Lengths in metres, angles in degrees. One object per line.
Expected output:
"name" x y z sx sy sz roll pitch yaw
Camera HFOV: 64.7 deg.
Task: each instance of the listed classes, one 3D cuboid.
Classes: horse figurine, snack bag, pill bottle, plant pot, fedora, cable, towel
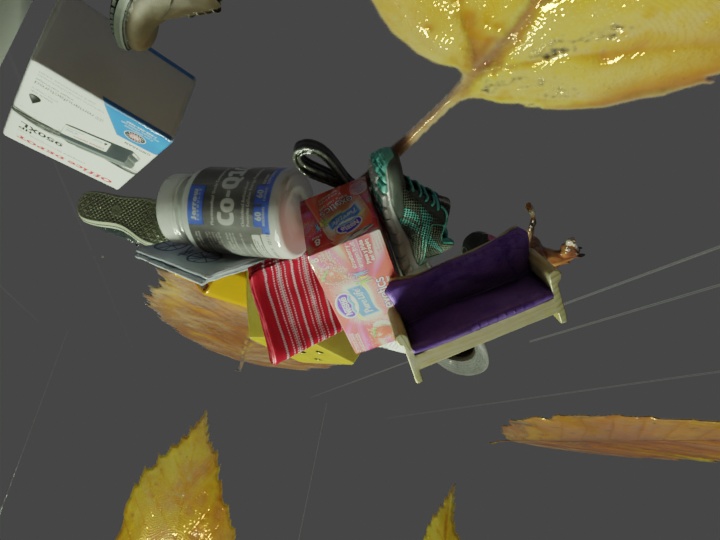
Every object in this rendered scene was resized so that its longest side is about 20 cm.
"horse figurine" 0.191 0.004 0.743 0.132 0.200 0.050 36 -167 -48
"snack bag" -0.202 -0.030 0.842 0.184 0.022 0.197 14 -156 38
"pill bottle" -0.168 -0.080 0.764 0.193 0.118 0.114 4 158 21
"plant pot" -0.079 0.049 0.949 0.195 0.183 0.198 -4 154 39
"fedora" 0.148 0.080 0.983 0.198 0.091 0.177 38 152 -2
"cable" -0.013 -0.092 0.730 0.094 0.052 0.200 -3 154 24
"towel" -0.062 0.032 0.822 0.196 0.150 0.022 -24 -158 -30

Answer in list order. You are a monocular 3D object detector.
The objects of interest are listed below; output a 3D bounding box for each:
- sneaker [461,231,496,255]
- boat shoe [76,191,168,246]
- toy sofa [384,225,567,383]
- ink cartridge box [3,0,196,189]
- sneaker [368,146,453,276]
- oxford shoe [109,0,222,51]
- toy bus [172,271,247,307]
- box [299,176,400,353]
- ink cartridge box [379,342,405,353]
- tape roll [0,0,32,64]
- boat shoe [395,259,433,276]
"sneaker" 0.170 0.012 0.853 0.085 0.080 0.202 33 160 36
"boat shoe" -0.372 -0.082 0.951 0.193 0.077 0.062 14 168 5
"toy sofa" 0.127 0.036 0.656 0.194 0.083 0.100 -22 110 3
"ink cartridge box" -0.291 -0.180 0.625 0.142 0.087 0.197 27 156 -33
"sneaker" 0.067 -0.080 0.704 0.088 0.079 0.202 -21 142 3
"oxford shoe" -0.144 -0.223 0.445 0.083 0.075 0.197 22 158 -30
"toy bus" -0.225 0.012 0.980 0.078 0.066 0.198 43 -169 37
"box" 0.000 0.000 0.735 0.092 0.105 0.203 -19 136 5
"ink cartridge box" 0.051 0.097 1.122 0.192 0.087 0.147 13 160 -3
"tape roll" -0.389 -0.238 0.459 0.195 0.144 0.204 11 159 4
"boat shoe" 0.103 0.030 0.868 0.198 0.075 0.060 39 178 13
